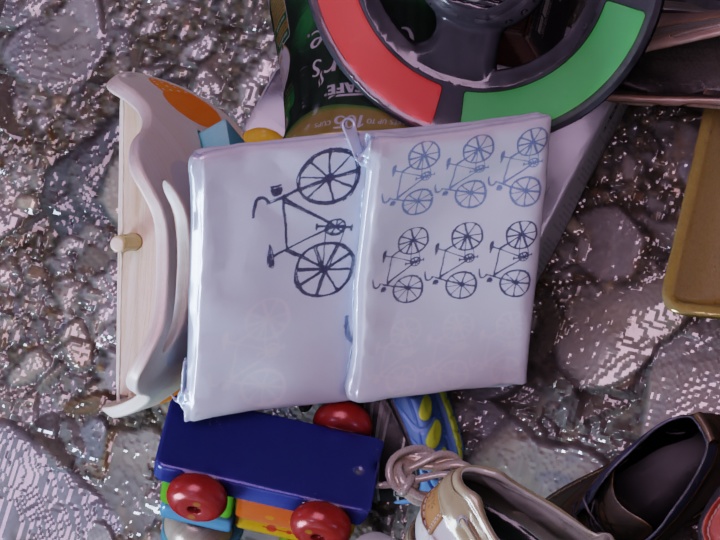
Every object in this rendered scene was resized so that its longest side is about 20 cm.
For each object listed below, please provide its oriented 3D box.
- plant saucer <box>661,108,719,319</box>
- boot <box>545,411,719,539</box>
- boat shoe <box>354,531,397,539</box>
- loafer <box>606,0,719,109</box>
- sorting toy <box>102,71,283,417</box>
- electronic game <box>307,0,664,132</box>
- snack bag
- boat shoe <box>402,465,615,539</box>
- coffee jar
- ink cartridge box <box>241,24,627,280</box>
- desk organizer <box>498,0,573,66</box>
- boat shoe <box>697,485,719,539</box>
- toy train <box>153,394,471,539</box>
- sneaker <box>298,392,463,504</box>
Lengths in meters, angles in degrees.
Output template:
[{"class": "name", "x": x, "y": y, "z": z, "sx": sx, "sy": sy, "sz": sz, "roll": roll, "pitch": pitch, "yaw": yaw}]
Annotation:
[{"class": "plant saucer", "x": 0.282, "y": -0.043, "z": 1.654, "sx": 0.199, "sy": 0.049, "sz": 0.201, "roll": 6, "pitch": 60, "yaw": 19}, {"class": "boot", "x": 0.126, "y": 0.141, "z": 1.654, "sx": 0.200, "sy": 0.097, "sz": 0.075, "roll": -40, "pitch": 71, "yaw": 3}, {"class": "boat shoe", "x": 0.024, "y": 0.241, "z": 1.640, "sx": 0.063, "sy": 0.071, "sz": 0.201, "roll": 12, "pitch": 113, "yaw": 40}, {"class": "loafer", "x": 0.211, "y": -0.113, "z": 1.640, "sx": 0.199, "sy": 0.063, "sz": 0.072, "roll": 0, "pitch": 117, "yaw": 25}, {"class": "sorting toy", "x": -0.105, "y": -0.007, "z": 1.685, "sx": 0.106, "sy": 0.180, "sz": 0.201, "roll": 2, "pitch": 96, "yaw": 9}, {"class": "electronic game", "x": 0.065, "y": -0.166, "z": 1.583, "sx": 0.199, "sy": 0.042, "sz": 0.201, "roll": 3, "pitch": 102, "yaw": 15}, {"class": "snack bag", "x": 0.000, "y": 0.000, "z": 1.603, "sx": 0.199, "sy": 0.189, "sz": 0.021, "roll": -5, "pitch": 39, "yaw": -12}, {"class": "boat shoe", "x": 0.115, "y": 0.178, "z": 1.587, "sx": 0.199, "sy": 0.069, "sz": 0.075, "roll": 32, "pitch": 44, "yaw": 6}, {"class": "coffee jar", "x": 0.001, "y": -0.107, "z": 1.677, "sx": 0.104, "sy": 0.085, "sz": 0.201, "roll": -1, "pitch": 62, "yaw": -8}, {"class": "ink cartridge box", "x": 0.035, "y": -0.073, "z": 1.757, "sx": 0.199, "sy": 0.041, "sz": 0.201, "roll": 26, "pitch": 86, "yaw": 19}, {"class": "desk organizer", "x": 0.092, "y": -0.220, "z": 1.722, "sx": 0.077, "sy": 0.072, "sz": 0.201, "roll": 11, "pitch": 77, "yaw": 18}, {"class": "boat shoe", "x": 0.264, "y": 0.101, "z": 1.595, "sx": 0.199, "sy": 0.063, "sz": 0.071, "roll": -30, "pitch": 72, "yaw": 12}, {"class": "toy train", "x": -0.018, "y": 0.137, "z": 1.689, "sx": 0.199, "sy": 0.116, "sz": 0.085, "roll": 13, "pitch": 53, "yaw": 0}, {"class": "sneaker", "x": -0.008, "y": 0.040, "z": 1.716, "sx": 0.082, "sy": 0.071, "sz": 0.201, "roll": -20, "pitch": 89, "yaw": 21}]
